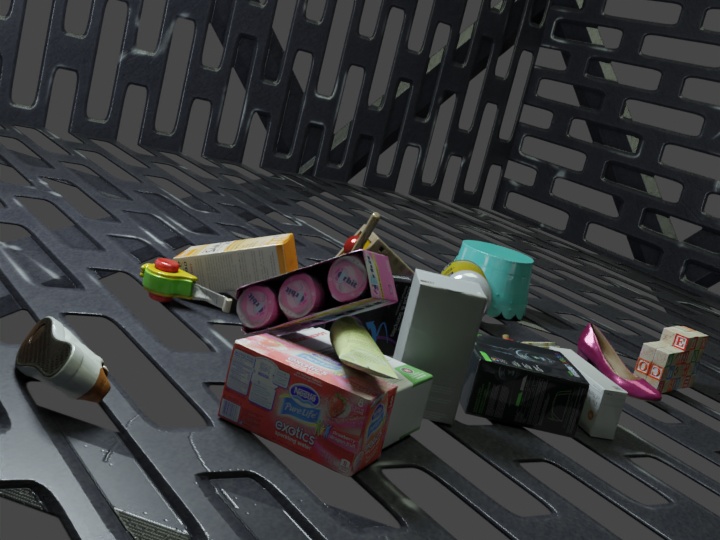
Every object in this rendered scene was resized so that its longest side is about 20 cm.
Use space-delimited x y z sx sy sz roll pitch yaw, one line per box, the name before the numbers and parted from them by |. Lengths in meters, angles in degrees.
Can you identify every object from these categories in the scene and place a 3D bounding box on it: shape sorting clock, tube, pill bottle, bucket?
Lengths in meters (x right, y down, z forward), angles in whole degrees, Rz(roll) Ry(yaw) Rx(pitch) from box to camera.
shape sorting clock | 0.269 0.139 1.781 0.195 0.040 0.200 -3 -6 0
tube | -0.005 0.101 1.212 0.057 0.053 0.200 -22 11 -6
pill bottle | 0.224 0.048 2.073 0.110 0.114 0.200 15 11 -1
bucket | 0.306 0.018 2.262 0.203 0.138 0.207 14 11 -3

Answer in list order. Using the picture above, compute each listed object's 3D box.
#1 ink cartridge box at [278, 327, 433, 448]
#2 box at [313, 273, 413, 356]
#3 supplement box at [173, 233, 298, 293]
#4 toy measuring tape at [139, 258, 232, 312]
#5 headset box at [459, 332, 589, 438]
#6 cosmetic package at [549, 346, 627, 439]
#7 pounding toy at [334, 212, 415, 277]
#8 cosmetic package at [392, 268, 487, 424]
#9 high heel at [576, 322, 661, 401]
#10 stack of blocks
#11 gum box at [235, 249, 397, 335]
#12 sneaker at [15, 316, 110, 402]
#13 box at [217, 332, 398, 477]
ink cartridge box | -0.021 0.157 1.318 0.197 0.086 0.144 20 12 25
box | 0.021 0.072 1.619 0.197 0.145 0.036 6 24 -36
supplement box | -0.217 -0.011 1.704 0.195 0.075 0.126 -8 10 6
toy measuring tape | -0.302 0.029 1.596 0.198 0.075 0.073 23 14 33
headset box | 0.241 0.176 1.551 0.196 0.095 0.174 13 11 -7
cosmetic package | 0.369 0.202 1.625 0.050 0.084 0.200 9 13 -18
pounding toy | 0.000 0.000 1.694 0.142 0.185 0.200 42 2 -14
cosmetic package | 0.108 0.111 1.409 0.105 0.204 0.090 14 11 -6
high heel | 0.503 0.179 1.866 0.066 0.098 0.199 5 15 -40
stack of blocks | 0.637 0.182 1.984 0.058 0.118 0.198 23 14 37
gum box | -0.062 0.034 1.293 0.196 0.068 0.113 -17 -9 18
sneaker | -0.357 0.117 1.166 0.085 0.073 0.199 44 -11 -31
box | -0.066 0.161 1.199 0.197 0.105 0.094 19 12 23
